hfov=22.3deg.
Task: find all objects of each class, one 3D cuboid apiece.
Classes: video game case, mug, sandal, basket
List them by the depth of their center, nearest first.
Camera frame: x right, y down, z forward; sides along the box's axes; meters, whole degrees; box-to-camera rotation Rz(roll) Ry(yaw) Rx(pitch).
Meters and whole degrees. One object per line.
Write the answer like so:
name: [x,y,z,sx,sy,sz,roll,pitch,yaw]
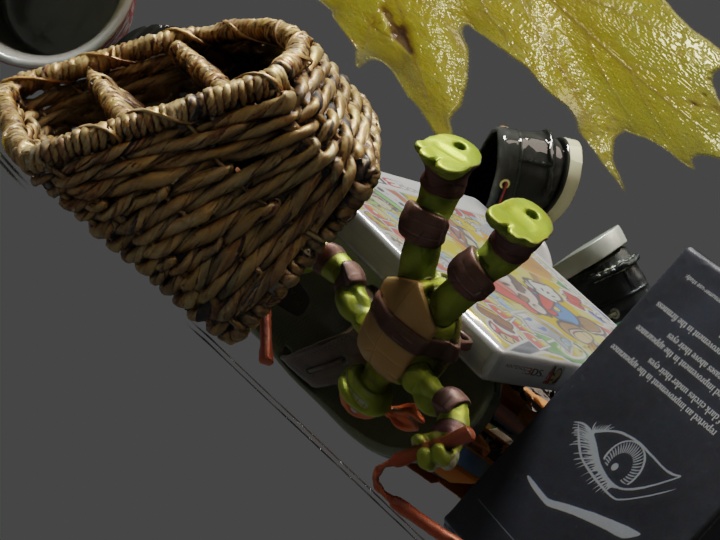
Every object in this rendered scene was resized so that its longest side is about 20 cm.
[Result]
basket: [-0.088,-0.080,0.938,0.149,0.143,0.200,41,3,-20]
sandal: [-0.012,0.036,0.996,0.200,0.080,0.057,33,-4,28]
video game case: [0.068,0.004,1.046,0.181,0.023,0.200,12,26,-49]
mug: [-0.232,-0.217,1.289,0.177,0.134,0.200,44,-1,-4]

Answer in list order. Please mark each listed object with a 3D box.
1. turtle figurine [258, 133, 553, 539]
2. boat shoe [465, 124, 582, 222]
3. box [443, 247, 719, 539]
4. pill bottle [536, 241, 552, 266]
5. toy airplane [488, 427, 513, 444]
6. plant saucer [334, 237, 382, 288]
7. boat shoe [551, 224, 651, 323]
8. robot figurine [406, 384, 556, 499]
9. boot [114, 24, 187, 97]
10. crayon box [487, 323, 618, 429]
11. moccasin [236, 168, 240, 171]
turtle figurine: [0.033,0.027,0.906,0.064,0.162,0.200,3,39,-41]
boat shoe: [0.078,-0.034,1.238,0.063,0.074,0.202,12,-31,-17]
box: [0.163,0.114,0.919,0.104,0.200,0.148,40,3,-34]
pill bottle: [0.073,0.025,1.505,0.114,0.114,0.200,42,-23,-1]
toy airplane: [0.166,0.144,1.221,0.198,0.143,0.199,10,-13,1]
plant saucer: [0.000,0.000,1.218,0.199,0.048,0.200,9,-24,45]
boat shoe: [0.124,0.038,1.252,0.061,0.075,0.200,58,-33,4]
robot figurine: [0.088,0.095,1.076,0.199,0.145,0.058,35,-41,0]
boot: [-0.075,-0.085,1.285,0.210,0.080,0.158,26,-25,39]
crayon box: [0.158,0.097,1.358,0.199,0.052,0.126,-11,-55,40]
moccasin: [-0.110,-0.064,1.148,0.078,0.074,0.201,39,3,-39]
